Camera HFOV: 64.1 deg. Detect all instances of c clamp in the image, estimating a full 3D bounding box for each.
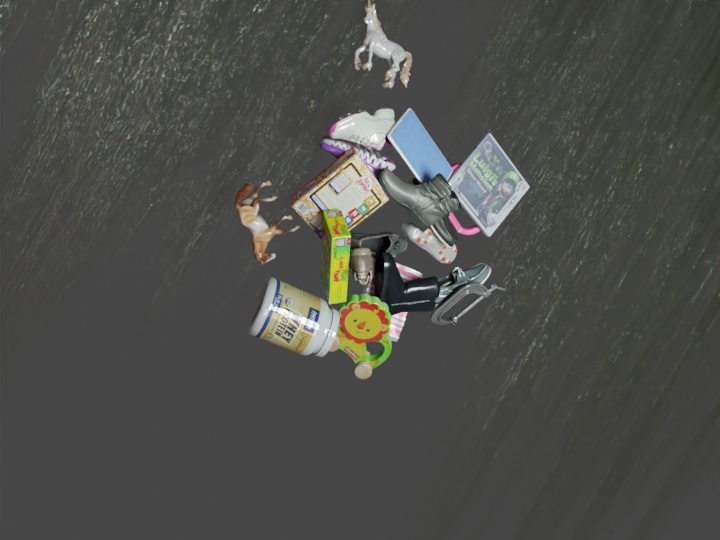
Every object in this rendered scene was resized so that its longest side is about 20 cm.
[{"bbox_3d":[0.289,0.094,1.570,0.199,0.027,0.169,-40,146,20],"label":"c clamp"}]

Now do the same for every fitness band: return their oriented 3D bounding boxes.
[{"bbox_3d":[0.280,-0.190,1.542,0.143,0.037,0.202,-39,113,-7],"label":"fitness band"}]

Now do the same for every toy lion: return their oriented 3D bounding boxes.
[{"bbox_3d":[0.009,0.159,1.473,0.190,0.069,0.200,-38,114,21],"label":"toy lion"}]

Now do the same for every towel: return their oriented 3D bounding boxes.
[{"bbox_3d":[0.072,0.080,1.536,0.143,0.030,0.205,18,96,-21],"label":"towel"}]

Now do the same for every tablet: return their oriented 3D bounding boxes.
[{"bbox_3d":[0.150,-0.288,1.425,0.201,0.013,0.131,51,52,-20],"label":"tablet"}]

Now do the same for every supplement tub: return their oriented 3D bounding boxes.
[{"bbox_3d":[-0.162,0.118,1.396,0.196,0.144,0.147,24,95,-19],"label":"supplement tub"}]

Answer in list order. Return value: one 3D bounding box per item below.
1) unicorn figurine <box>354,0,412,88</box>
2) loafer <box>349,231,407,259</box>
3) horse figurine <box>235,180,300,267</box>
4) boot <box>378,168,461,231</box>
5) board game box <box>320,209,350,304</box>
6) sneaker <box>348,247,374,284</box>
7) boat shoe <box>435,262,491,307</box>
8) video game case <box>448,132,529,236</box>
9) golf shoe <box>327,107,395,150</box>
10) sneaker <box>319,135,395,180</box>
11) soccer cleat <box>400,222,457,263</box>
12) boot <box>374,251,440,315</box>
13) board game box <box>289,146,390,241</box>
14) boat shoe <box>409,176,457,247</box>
[{"bbox_3d":[0.044,-0.532,1.368,0.197,0.073,0.141,26,84,-37],"label":"unicorn figurine"},{"bbox_3d":[0.050,-0.061,1.449,0.196,0.062,0.074,0,97,-39],"label":"loafer"},{"bbox_3d":[-0.236,-0.123,1.364,0.130,0.050,0.202,-30,119,8],"label":"horse figurine"},{"bbox_3d":[0.146,-0.197,1.379,0.130,0.068,0.200,-33,115,32],"label":"boot"},{"bbox_3d":[-0.061,-0.031,1.381,0.046,0.103,0.204,-6,132,-13],"label":"board game box"},{"bbox_3d":[0.000,0.000,1.405,0.068,0.200,0.078,-3,80,5],"label":"sneaker"},{"bbox_3d":[0.267,0.027,1.570,0.197,0.073,0.063,-30,114,-5],"label":"boat shoe"},{"bbox_3d":[0.340,-0.225,1.529,0.200,0.023,0.183,44,83,-23],"label":"video game case"},{"bbox_3d":[0.014,-0.327,1.363,0.196,0.075,0.094,-19,87,-32],"label":"golf shoe"},{"bbox_3d":[-0.014,-0.261,1.406,0.196,0.081,0.090,21,113,-19],"label":"sneaker"},{"bbox_3d":[0.186,-0.080,1.522,0.198,0.077,0.070,27,95,-42],"label":"soccer cleat"},{"bbox_3d":[0.121,0.030,1.469,0.163,0.077,0.204,-9,126,-13],"label":"boot"},{"bbox_3d":[-0.048,-0.173,1.383,0.198,0.047,0.152,-36,123,10],"label":"board game box"},{"bbox_3d":[0.198,-0.156,1.469,0.062,0.073,0.205,-28,89,26],"label":"boat shoe"}]
